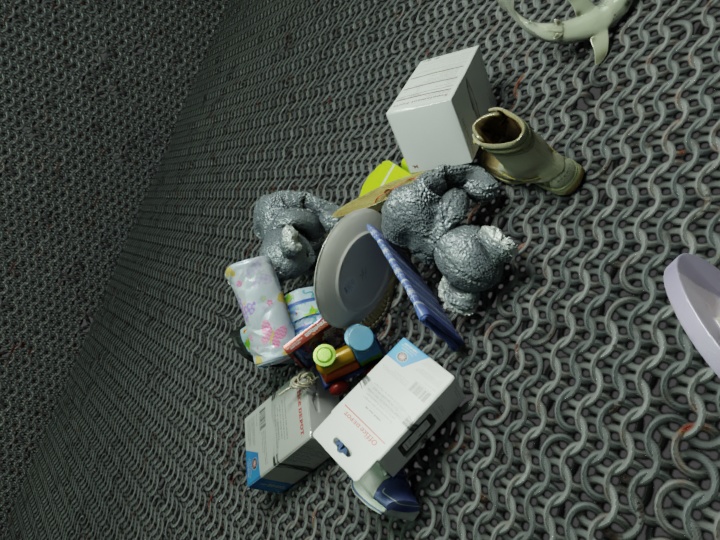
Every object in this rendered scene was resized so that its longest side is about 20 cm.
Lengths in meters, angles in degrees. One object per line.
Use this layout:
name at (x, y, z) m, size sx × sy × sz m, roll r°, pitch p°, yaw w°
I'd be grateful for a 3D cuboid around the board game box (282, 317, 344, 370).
board game box at (-0.075, 0.129, 1.120) m, size 0.103 × 0.200 × 0.019 m, roll -38°, pitch 74°, yaw -8°

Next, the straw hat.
straw hat at (0.056, -0.101, 1.121) m, size 0.200 × 0.085 × 0.201 m, roll -25°, pitch 13°, yaw 6°

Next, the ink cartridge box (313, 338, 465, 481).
ink cartridge box at (0.042, 0.213, 0.930) m, size 0.200 × 0.068 × 0.116 m, roll -44°, pitch 47°, yaw -12°

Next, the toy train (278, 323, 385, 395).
toy train at (-0.058, 0.159, 1.066) m, size 0.199 × 0.116 × 0.085 m, roll -25°, pitch 66°, yaw -4°

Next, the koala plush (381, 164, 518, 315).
koala plush at (0.143, -0.043, 0.970) m, size 0.178 × 0.183 × 0.200 m, roll -55°, pitch 53°, yaw 34°

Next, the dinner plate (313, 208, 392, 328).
dinner plate at (0.000, 0.000, 1.026) m, size 0.024 × 0.200 × 0.201 m, roll 18°, pitch 84°, yaw 38°

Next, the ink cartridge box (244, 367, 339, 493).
ink cartridge box at (-0.126, 0.298, 1.173) m, size 0.200 × 0.084 × 0.146 m, roll -42°, pitch 39°, yaw 29°

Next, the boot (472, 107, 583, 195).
boot at (0.219, -0.186, 0.952) m, size 0.072 × 0.154 × 0.200 m, roll -61°, pitch 34°, yaw 5°

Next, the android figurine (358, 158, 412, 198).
android figurine at (0.061, -0.140, 1.241) m, size 0.183 × 0.041 × 0.200 m, roll -60°, pitch 36°, yaw 9°

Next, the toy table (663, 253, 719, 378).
toy table at (0.383, 0.032, 0.583) m, size 0.117 × 0.183 × 0.201 m, roll -57°, pitch 43°, yaw 40°

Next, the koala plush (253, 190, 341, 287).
koala plush at (-0.148, -0.052, 1.275) m, size 0.178 × 0.183 × 0.200 m, roll -53°, pitch 15°, yaw 35°

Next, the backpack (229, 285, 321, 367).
backpack at (-0.132, 0.112, 1.253) m, size 0.200 × 0.163 × 0.154 m, roll -49°, pitch 53°, yaw 19°

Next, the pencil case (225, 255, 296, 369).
pencil case at (-0.177, 0.073, 1.145) m, size 0.083 × 0.090 × 0.201 m, roll 90°, pitch 160°, yaw -83°

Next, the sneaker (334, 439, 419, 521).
sneaker at (0.031, 0.278, 0.975) m, size 0.116 × 0.080 × 0.199 m, roll -62°, pitch 32°, yaw 7°

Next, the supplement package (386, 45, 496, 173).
supplement package at (0.142, -0.272, 1.065) m, size 0.117 × 0.117 × 0.200 m, roll -5°, pitch 39°, yaw 31°

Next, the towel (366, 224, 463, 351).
towel at (0.082, 0.027, 0.982) m, size 0.024 × 0.145 × 0.200 m, roll -38°, pitch 52°, yaw 11°

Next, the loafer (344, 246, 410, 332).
loafer at (0.022, 0.026, 1.165) m, size 0.068 × 0.076 × 0.201 m, roll 17°, pitch 74°, yaw 58°

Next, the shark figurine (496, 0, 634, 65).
shark figurine at (0.317, -0.389, 1.003) m, size 0.090 × 0.213 × 0.129 m, roll -49°, pitch -39°, yaw -73°
